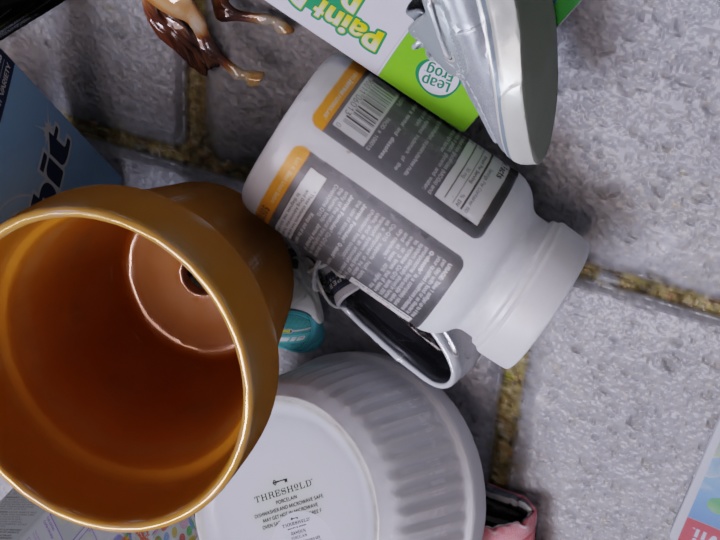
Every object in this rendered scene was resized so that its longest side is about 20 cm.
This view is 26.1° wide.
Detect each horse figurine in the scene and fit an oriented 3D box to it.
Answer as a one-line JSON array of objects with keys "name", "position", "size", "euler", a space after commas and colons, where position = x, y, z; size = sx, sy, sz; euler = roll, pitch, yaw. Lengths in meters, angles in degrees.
[{"name": "horse figurine", "position": [-0.085, -0.202, 0.964], "size": [0.132, 0.050, 0.200], "euler": [35, 127, -6]}]

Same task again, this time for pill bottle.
[{"name": "pill bottle", "position": [0.035, -0.034, 0.959], "size": [0.199, 0.117, 0.117], "euler": [35, 130, -1]}]

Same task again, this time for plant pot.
[{"name": "plant pot", "position": [-0.129, 0.030, 0.972], "size": [0.198, 0.183, 0.203], "euler": [6, 111, 15]}]

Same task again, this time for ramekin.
[{"name": "ramekin", "position": [-0.023, 0.159, 1.072], "size": [0.198, 0.105, 0.203], "euler": [2, 93, 34]}]

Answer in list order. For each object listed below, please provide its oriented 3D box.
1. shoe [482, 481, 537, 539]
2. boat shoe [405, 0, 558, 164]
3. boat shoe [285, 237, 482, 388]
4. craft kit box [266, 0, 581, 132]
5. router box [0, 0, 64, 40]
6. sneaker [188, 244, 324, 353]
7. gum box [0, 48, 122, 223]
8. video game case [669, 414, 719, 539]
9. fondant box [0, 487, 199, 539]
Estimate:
[{"name": "shoe", "position": [0.036, 0.192, 1.140], "size": [0.198, 0.072, 0.092], "euler": [9, 121, 18]}, {"name": "boat shoe", "position": [0.060, -0.148, 0.847], "size": [0.071, 0.070, 0.202], "euler": [2, 128, 27]}, {"name": "boat shoe", "position": [0.000, 0.000, 1.033], "size": [0.200, 0.069, 0.072], "euler": [47, 130, -5]}, {"name": "craft kit box", "position": [0.036, -0.201, 0.872], "size": [0.199, 0.049, 0.198], "euler": [31, 134, -13]}, {"name": "router box", "position": [-0.302, -0.160, 1.035], "size": [0.199, 0.149, 0.052], "euler": [-21, 95, 36]}, {"name": "sneaker", "position": [-0.116, 0.039, 1.120], "size": [0.198, 0.078, 0.080], "euler": [-5, 127, 30]}, {"name": "gum box", "position": [-0.232, -0.028, 1.017], "size": [0.044, 0.172, 0.200], "euler": [5, 159, 19]}, {"name": "video game case", "position": [0.289, 0.133, 0.985], "size": [0.142, 0.017, 0.201], "euler": [23, 134, 13]}, {"name": "fondant box", "position": [-0.211, 0.215, 1.196], "size": [0.058, 0.200, 0.146], "euler": [-4, 118, 31]}]
